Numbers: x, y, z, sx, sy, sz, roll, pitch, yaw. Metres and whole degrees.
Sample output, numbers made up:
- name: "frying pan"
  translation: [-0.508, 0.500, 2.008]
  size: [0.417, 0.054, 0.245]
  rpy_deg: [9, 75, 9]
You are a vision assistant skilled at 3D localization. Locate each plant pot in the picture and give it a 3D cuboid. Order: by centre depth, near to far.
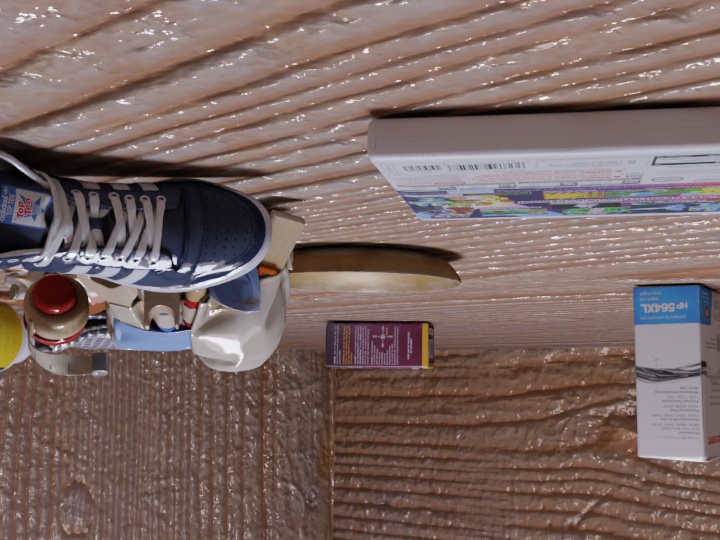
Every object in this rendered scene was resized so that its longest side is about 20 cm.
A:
- name: "plant pot"
  translation: [0.000, 0.000, 1.048]
  size: [0.197, 0.028, 0.200]
  rpy_deg: [1, 174, 0]

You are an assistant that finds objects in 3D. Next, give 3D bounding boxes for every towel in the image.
- name: "towel"
  translation: [-0.374, 0.076, 1.527]
  size: [0.164, 0.087, 0.200]
  rpy_deg: [3, 173, -21]

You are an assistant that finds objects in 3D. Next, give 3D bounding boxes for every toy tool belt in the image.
- name: "toy tool belt"
  translation: [-0.142, -0.002, 0.766]
  size: [0.197, 0.126, 0.124]
  rpy_deg: [-1, 143, -11]

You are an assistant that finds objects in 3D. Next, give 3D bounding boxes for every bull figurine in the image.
- name: "bull figurine"
  translation: [-0.288, 0.010, 1.025]
  size: [0.120, 0.066, 0.199]
  rpy_deg: [11, 166, -39]

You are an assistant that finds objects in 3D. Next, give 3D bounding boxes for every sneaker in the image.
- name: "sneaker"
  translation: [-0.153, -0.028, 0.622]
  size: [0.197, 0.071, 0.109]
  rpy_deg: [4, 176, 1]

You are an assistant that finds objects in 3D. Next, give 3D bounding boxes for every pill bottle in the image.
- name: "pill bottle"
  translation: [-0.587, 0.100, 1.660]
  size: [0.111, 0.114, 0.200]
  rpy_deg: [0, 173, 14]

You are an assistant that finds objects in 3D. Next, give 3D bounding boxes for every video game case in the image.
- name: "video game case"
  translation: [0.116, -0.053, 0.572]
  size: [0.197, 0.023, 0.182]
  rpy_deg: [-1, 173, 11]

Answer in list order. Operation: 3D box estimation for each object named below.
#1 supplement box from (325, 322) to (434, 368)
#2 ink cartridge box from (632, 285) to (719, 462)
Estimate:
- name: "supplement box"
  translation: [0.039, 0.145, 2.073]
  size: [0.197, 0.087, 0.110]
  rpy_deg: [0, 174, 9]
- name: "ink cartridge box"
  translation: [0.388, 0.125, 1.305]
  size: [0.083, 0.203, 0.146]
  rpy_deg: [-2, 173, 28]
